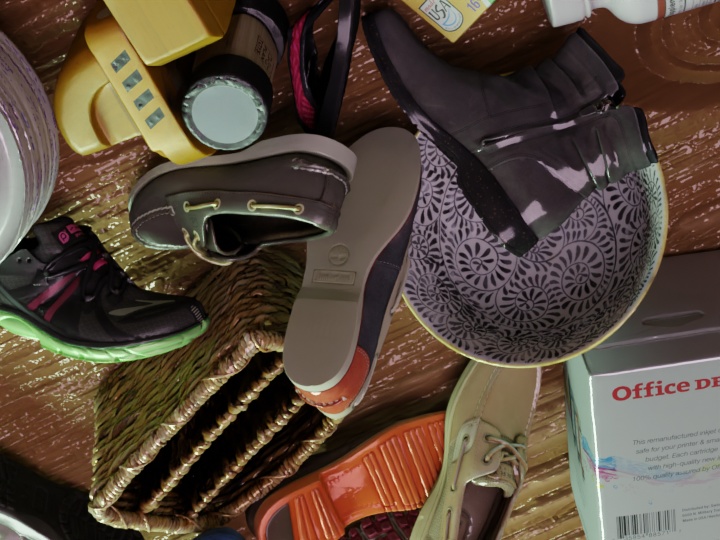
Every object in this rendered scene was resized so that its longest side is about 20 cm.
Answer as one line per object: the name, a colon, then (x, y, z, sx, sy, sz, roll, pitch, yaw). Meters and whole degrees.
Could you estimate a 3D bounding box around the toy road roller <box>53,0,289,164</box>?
toy road roller: (-0.144, -0.159, 1.201, 0.145, 0.123, 0.201, -19, 122, 18)

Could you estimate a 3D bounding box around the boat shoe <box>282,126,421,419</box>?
boat shoe: (0.000, 0.000, 1.256, 0.071, 0.201, 0.063, 6, 156, 25)

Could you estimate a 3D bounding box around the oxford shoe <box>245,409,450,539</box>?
oxford shoe: (0.002, 0.150, 1.431, 0.199, 0.073, 0.072, -22, 110, -14)

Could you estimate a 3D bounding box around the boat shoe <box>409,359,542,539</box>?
boat shoe: (0.099, 0.146, 1.398, 0.071, 0.064, 0.201, 16, 92, -30)

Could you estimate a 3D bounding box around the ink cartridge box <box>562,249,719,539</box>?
ink cartridge box: (0.230, 0.108, 1.379, 0.144, 0.145, 0.201, -8, 121, -1)

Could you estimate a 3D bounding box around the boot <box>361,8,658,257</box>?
boot: (0.100, -0.121, 1.242, 0.131, 0.070, 0.201, -38, 82, 9)

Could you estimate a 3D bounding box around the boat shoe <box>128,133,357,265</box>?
boat shoe: (-0.088, -0.040, 1.258, 0.201, 0.061, 0.072, -13, 149, 40)

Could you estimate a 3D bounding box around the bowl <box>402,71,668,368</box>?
bowl: (0.125, -0.029, 1.298, 0.200, 0.202, 0.094, -34, 161, 14)

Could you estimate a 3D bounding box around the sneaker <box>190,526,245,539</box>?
sneaker: (-0.126, 0.244, 1.436, 0.075, 0.089, 0.201, 12, 136, -10)

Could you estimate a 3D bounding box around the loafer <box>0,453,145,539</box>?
loafer: (-0.245, 0.204, 1.437, 0.199, 0.073, 0.071, 36, 122, -18)

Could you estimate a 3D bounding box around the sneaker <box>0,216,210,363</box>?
sneaker: (-0.198, 0.009, 1.289, 0.199, 0.077, 0.084, 14, 108, 14)

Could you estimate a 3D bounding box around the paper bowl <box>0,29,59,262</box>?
paper bowl: (-0.303, -0.076, 1.206, 0.199, 0.105, 0.202, 8, 121, 13)

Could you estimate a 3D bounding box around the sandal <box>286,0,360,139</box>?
sandal: (-0.031, -0.129, 1.258, 0.045, 0.075, 0.201, 12, 121, 0)

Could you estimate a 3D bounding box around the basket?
basket: (-0.087, 0.106, 1.343, 0.142, 0.149, 0.200, 36, 110, -23)

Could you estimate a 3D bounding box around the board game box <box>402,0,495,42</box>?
board game box: (0.026, -0.251, 1.140, 0.200, 0.040, 0.153, 38, 141, -7)

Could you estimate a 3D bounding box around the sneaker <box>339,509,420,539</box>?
sneaker: (0.000, 0.252, 1.486, 0.199, 0.081, 0.075, -22, 139, 14)

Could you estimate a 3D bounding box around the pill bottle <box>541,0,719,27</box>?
pill bottle: (0.208, -0.225, 1.202, 0.198, 0.112, 0.113, -16, 121, 4)
